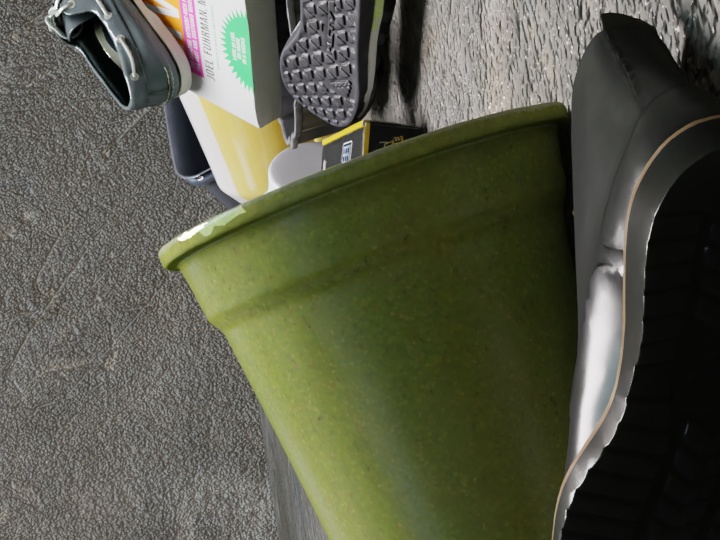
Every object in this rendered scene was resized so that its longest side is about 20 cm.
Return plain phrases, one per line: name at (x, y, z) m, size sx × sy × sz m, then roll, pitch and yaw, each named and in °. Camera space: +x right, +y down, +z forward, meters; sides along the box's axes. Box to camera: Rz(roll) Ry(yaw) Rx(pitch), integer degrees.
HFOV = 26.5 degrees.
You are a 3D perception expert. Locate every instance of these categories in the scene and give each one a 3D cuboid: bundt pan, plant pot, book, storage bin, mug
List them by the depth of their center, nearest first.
plant pot at (0.031, 0.046, 0.703) m, size 0.200 × 0.199 × 0.186 m, roll 146°, pitch 104°, yaw -81°
bundt pan at (-0.032, -0.200, 1.198) m, size 0.202 × 0.075 × 0.204 m, roll 172°, pitch 90°, yaw -81°
book at (-0.141, -0.211, 1.224) m, size 0.199 × 0.048 × 0.135 m, roll 29°, pitch 137°, yaw 36°
mug at (-0.100, -0.142, 1.519) m, size 0.187 × 0.148 × 0.155 m, roll -100°, pitch -2°, yaw -63°
storage bin at (-0.129, -0.157, 1.768) m, size 0.135 × 0.145 × 0.201 m, roll 51°, pitch -164°, yaw -45°

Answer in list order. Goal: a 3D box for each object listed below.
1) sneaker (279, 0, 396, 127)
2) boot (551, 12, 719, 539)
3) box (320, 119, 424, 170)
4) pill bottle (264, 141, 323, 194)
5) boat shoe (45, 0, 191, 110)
sneaker at (0.001, -0.176, 1.041) m, size 0.071 × 0.083 × 0.200 m, roll 36°, pitch 150°, yaw 10°
boot at (0.102, 0.019, 0.552) m, size 0.139 × 0.077 × 0.202 m, roll -104°, pitch 23°, yaw -60°
box at (0.000, 0.000, 1.109) m, size 0.160 × 0.049 × 0.202 m, roll -179°, pitch 94°, yaw -76°
pill bottle at (-0.034, -0.003, 1.280) m, size 0.110 × 0.108 × 0.201 m, roll -108°, pitch 13°, yaw -50°
boat shoe at (-0.218, -0.209, 1.229) m, size 0.200 × 0.062 × 0.073 m, roll 49°, pitch 147°, yaw 9°
